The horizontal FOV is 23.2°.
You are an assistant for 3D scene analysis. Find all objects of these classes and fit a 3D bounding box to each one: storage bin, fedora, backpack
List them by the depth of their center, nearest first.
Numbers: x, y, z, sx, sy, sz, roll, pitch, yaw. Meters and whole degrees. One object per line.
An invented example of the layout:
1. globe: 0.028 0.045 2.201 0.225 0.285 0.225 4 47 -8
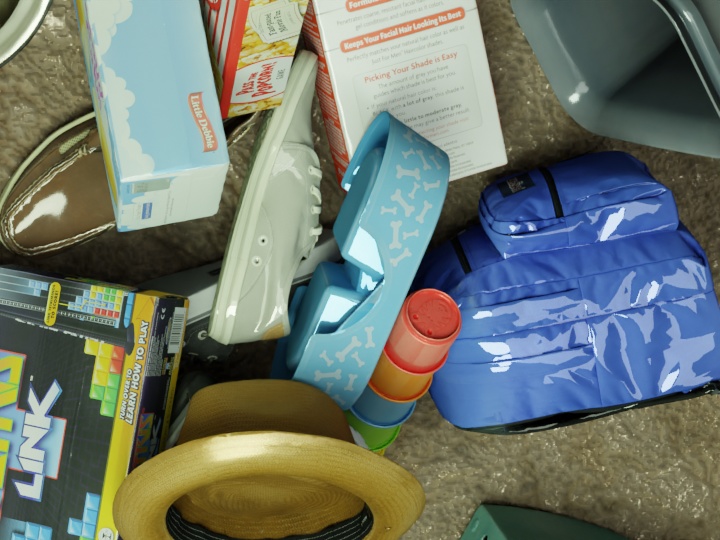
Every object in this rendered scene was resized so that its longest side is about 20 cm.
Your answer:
1. fedora: -0.057 0.123 1.080 0.199 0.082 0.201 -5 147 -4
2. storage bin: 0.211 -0.178 1.163 0.134 0.200 0.146 -38 112 -15
3. backpack: 0.130 0.016 1.209 0.199 0.163 0.169 -16 101 2

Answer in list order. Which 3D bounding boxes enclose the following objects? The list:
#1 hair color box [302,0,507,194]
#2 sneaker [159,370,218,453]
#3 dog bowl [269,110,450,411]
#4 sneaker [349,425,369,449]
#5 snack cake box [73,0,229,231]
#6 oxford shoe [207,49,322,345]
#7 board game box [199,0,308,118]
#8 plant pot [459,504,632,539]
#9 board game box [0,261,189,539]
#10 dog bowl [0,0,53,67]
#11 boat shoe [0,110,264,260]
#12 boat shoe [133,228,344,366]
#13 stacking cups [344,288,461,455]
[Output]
1. hair color box: 0.021 -0.156 1.174 0.110 0.064 0.201 -17 111 -11
2. sneaker: -0.190 0.123 1.170 0.115 0.075 0.200 38 102 1
3. dog bowl: 0.000 0.000 1.119 0.049 0.112 0.201 21 102 -12
4. sneaker: -0.030 0.178 1.202 0.074 0.082 0.201 2 133 8
5. snack cake box: -0.133 -0.137 1.061 0.067 0.115 0.201 -10 78 -10
6. oxford shoe: -0.050 -0.045 1.142 0.057 0.075 0.201 14 79 -6
7. board game box: -0.076 -0.198 1.033 0.046 0.200 0.152 -14 76 -12
8. plant pot: 0.160 0.266 1.300 0.199 0.141 0.142 27 97 -14
9. board game box: -0.207 0.100 1.120 0.164 0.057 0.201 9 91 17
10. dog bowl: -0.268 -0.209 1.042 0.199 0.074 0.201 1 108 3
11. boat shoe: -0.150 -0.074 1.140 0.202 0.075 0.075 -37 112 -4
12. boat shoe: -0.099 0.032 1.195 0.199 0.070 0.067 -21 109 -18
13. stacking cups: 0.021 0.071 1.175 0.060 0.200 0.061 10 58 -16
